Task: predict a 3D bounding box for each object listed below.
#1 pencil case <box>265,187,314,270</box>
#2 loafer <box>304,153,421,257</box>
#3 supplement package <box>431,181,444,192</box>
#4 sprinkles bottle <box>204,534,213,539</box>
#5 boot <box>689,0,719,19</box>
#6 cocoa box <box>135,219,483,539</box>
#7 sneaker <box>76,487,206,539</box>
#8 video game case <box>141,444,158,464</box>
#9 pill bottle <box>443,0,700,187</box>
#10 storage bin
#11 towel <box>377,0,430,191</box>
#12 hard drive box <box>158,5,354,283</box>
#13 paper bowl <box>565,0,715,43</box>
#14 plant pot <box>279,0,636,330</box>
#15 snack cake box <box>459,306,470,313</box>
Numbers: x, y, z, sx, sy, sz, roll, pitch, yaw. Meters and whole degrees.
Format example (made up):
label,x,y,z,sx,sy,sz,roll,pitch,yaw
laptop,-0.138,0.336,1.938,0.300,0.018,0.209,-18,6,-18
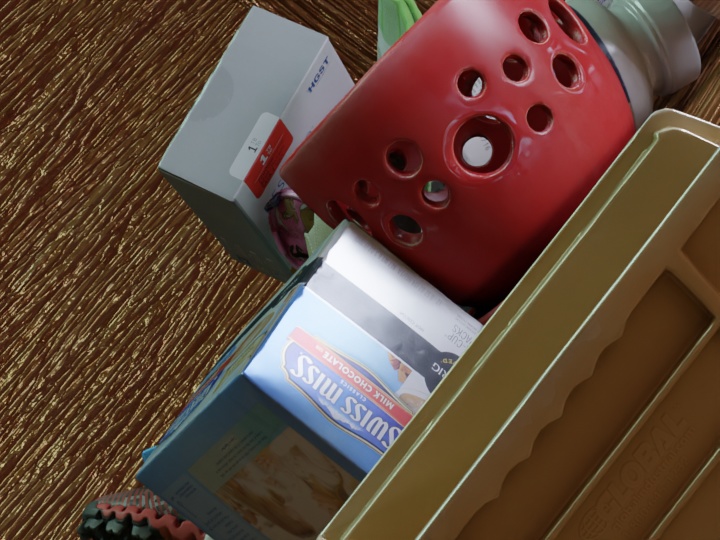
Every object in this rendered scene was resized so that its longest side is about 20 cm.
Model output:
label,x,y,z,sx,sy,sz,roll,pitch,yaw
pencil case,0.005,-0.082,1.721,0.200,0.086,0.083,-48,-16,-37
loafer,0.000,0.000,1.447,0.068,0.075,0.201,10,94,51
supplement package,0.090,-0.031,1.726,0.114,0.109,0.200,-52,1,5
sprinkles bottle,-0.025,0.145,1.467,0.200,0.068,0.068,-44,-5,-43
boot,0.231,-0.244,1.543,0.077,0.155,0.200,-52,2,26
cocoa box,-0.026,0.090,1.307,0.131,0.133,0.200,-54,6,-33
sneaker,-0.105,0.176,1.549,0.071,0.199,0.098,70,-151,-41
video game case,-0.061,0.131,1.620,0.143,0.018,0.200,-23,-18,14
pill bottle,0.144,-0.130,1.573,0.199,0.111,0.111,-28,-2,-8
storage bin,0.078,0.046,0.598,0.199,0.094,0.200,-53,1,3
towel,0.023,-0.100,1.548,0.149,0.031,0.201,-114,23,-61
hard drive box,-0.069,-0.097,1.758,0.156,0.077,0.200,-61,-23,-11
paper bowl,0.242,-0.231,1.712,0.201,0.104,0.201,-53,-5,-6
plant pot,0.078,-0.068,1.313,0.200,0.183,0.200,-44,4,4
snack cake box,0.108,-0.008,1.485,0.200,0.067,0.115,-52,0,24
